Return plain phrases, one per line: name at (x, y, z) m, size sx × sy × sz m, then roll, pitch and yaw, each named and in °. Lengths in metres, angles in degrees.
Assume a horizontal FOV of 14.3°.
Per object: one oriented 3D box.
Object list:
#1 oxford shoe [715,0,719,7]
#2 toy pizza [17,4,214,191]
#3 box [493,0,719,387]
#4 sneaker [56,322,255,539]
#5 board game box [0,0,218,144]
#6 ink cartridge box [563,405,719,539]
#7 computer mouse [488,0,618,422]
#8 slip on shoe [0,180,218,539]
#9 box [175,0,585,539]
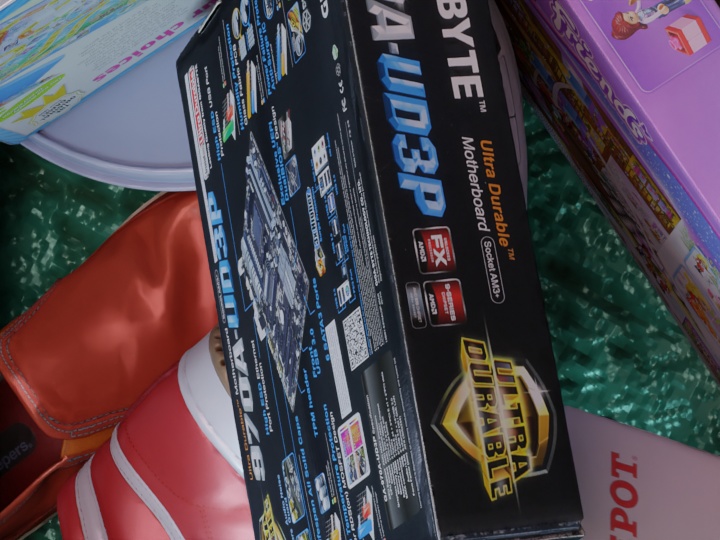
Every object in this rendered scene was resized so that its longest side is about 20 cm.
oxford shoe at (0.088, -0.158, 0.912) m, size 0.072 × 0.071 × 0.201 m, roll -29°, pitch 87°, yaw 4°
toy pizza at (-0.058, -0.126, 0.971) m, size 0.199 × 0.032 × 0.201 m, roll -1°, pitch 85°, yaw 13°
box at (0.104, -0.027, 0.873) m, size 0.039 × 0.137 × 0.200 m, roll -33°, pitch 82°, yaw -6°
sneaker at (-0.016, 0.122, 0.950) m, size 0.112 × 0.071 × 0.200 m, roll -39°, pitch 91°, yaw 25°
board game box at (-0.056, -0.111, 0.883) m, size 0.200 × 0.134 × 0.034 m, roll -33°, pitch 80°, yaw 9°
ink cartridge box at (0.128, 0.140, 0.825) m, size 0.199 × 0.147 × 0.083 m, roll 18°, pitch 131°, yaw -10°
computer mouse at (0.035, -0.023, 0.907) m, size 0.044 × 0.110 × 0.201 m, roll -16°, pitch 100°, yaw -24°
slip on shoe at (-0.095, 0.036, 0.975) m, size 0.200 × 0.061 × 0.074 m, roll -38°, pitch 79°, yaw 13°
box at (0.000, 0.000, 0.838) m, size 0.046 × 0.159 × 0.201 m, roll -5°, pitch 74°, yaw -20°
